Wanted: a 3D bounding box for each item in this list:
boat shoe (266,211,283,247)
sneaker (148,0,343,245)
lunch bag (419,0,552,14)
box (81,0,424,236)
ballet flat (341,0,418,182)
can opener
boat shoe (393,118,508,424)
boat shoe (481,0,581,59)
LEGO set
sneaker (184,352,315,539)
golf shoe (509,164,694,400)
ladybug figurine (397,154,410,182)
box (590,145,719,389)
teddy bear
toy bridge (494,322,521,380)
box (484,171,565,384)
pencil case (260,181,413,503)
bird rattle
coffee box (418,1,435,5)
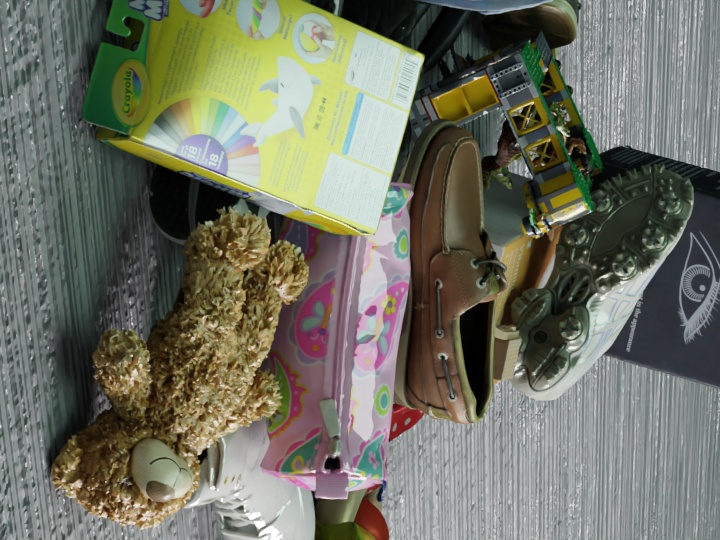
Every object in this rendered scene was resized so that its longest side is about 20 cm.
[{"bbox_3d":[-0.038,-0.038,1.588,0.070,0.066,0.201,-31,128,-63],"label":"boat shoe"},{"bbox_3d":[-0.067,-0.097,1.497,0.201,0.073,0.080,-64,160,-14],"label":"sneaker"},{"bbox_3d":[0.066,-0.258,1.556,0.127,0.199,0.170,54,51,-62],"label":"lunch bag"},{"bbox_3d":[-0.066,-0.104,1.411,0.199,0.048,0.118,22,79,-33],"label":"box"},{"bbox_3d":[0.002,-0.136,1.614,0.057,0.066,0.201,100,-6,-57],"label":"ballet flat"},{"bbox_3d":[0.071,-0.215,1.790,0.200,0.063,0.079,-49,172,-35],"label":"can opener"},{"bbox_3d":[0.066,0.002,1.604,0.072,0.068,0.201,-25,125,-48],"label":"boat shoe"},{"bbox_3d":[0.132,-0.204,1.885,0.200,0.073,0.065,118,-14,-84],"label":"boat shoe"},{"bbox_3d":[0.095,-0.091,1.776,0.154,0.115,0.200,62,15,-17],"label":"LEGO set"},{"bbox_3d":[-0.089,0.135,1.558,0.116,0.073,0.201,-41,130,-52],"label":"sneaker"},{"bbox_3d":[0.175,0.011,1.828,0.200,0.078,0.097,-49,156,-6],"label":"golf shoe"},{"bbox_3d":[0.000,0.000,1.695,0.136,0.072,0.201,-4,105,-68],"label":"ladybug figurine"},{"bbox_3d":[0.261,0.002,1.887,0.104,0.199,0.149,-24,129,-69],"label":"box"},{"bbox_3d":[-0.095,0.060,1.429,0.200,0.067,0.145,-51,150,-20],"label":"teddy bear"},{"bbox_3d":[0.051,0.051,1.692,0.200,0.027,0.068,-9,115,-53],"label":"toy bridge"},{"bbox_3d":[0.088,0.005,1.871,0.200,0.097,0.125,-29,133,-63],"label":"box"},{"bbox_3d":[-0.014,0.039,1.516,0.087,0.087,0.201,15,81,-68],"label":"pencil case"},{"bbox_3d":[-0.016,0.173,1.764,0.163,0.112,0.201,92,8,-54],"label":"bird rattle"},{"bbox_3d":[0.058,-0.303,1.722,0.123,0.044,0.201,59,47,-59],"label":"coffee box"}]
